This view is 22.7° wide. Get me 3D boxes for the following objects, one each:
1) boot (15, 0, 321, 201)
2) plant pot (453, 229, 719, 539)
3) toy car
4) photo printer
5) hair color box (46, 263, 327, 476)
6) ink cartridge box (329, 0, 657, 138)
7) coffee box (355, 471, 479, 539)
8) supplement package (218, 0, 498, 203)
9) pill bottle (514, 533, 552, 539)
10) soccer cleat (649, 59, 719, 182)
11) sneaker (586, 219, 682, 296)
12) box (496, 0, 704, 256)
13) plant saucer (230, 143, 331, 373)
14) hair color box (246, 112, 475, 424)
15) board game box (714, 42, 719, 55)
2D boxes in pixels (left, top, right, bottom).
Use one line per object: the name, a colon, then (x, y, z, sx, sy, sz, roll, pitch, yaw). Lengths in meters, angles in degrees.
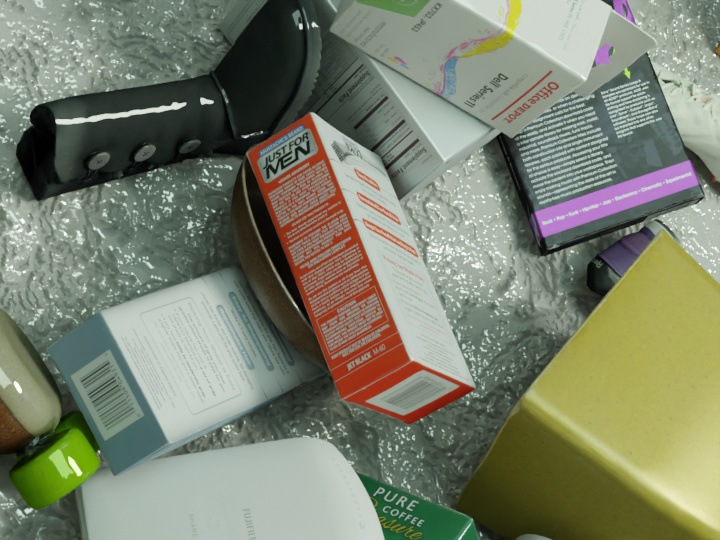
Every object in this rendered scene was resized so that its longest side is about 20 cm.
boot: (-0.139, -0.127, 1.291, 0.199, 0.165, 0.066, -10, 55, -27)
plant pot: (0.220, 0.133, 1.312, 0.200, 0.196, 0.194, 38, 59, 11)
toy car: (-0.296, 0.110, 1.167, 0.200, 0.158, 0.165, -34, 97, -5)
photo printer: (-0.083, 0.194, 1.194, 0.199, 0.070, 0.167, -7, 45, -10)
hair color box: (-0.114, 0.061, 1.241, 0.200, 0.061, 0.099, -21, 81, -57)
ink cartridge box: (0.093, -0.165, 1.257, 0.199, 0.117, 0.068, 28, 65, -12)
coffee box: (-0.017, 0.236, 1.241, 0.200, 0.123, 0.044, -50, 138, -31)
supplement package: (0.025, -0.171, 1.383, 0.152, 0.151, 0.200, -36, 89, -30)
pill bottle: (0.108, 0.299, 1.268, 0.114, 0.114, 0.200, 38, 71, -8)
soccer cleat: (0.290, -0.131, 1.535, 0.200, 0.078, 0.069, 35, 61, -10)
sneaker: (0.253, 0.066, 1.465, 0.087, 0.076, 0.201, -29, 90, -5)
box: (0.182, -0.128, 1.484, 0.142, 0.036, 0.201, -18, 81, -8)
plant saucer: (-0.038, 0.002, 1.310, 0.201, 0.037, 0.201, 49, 21, -26)
hair color box: (0.000, 0.000, 1.257, 0.111, 0.064, 0.201, 27, 38, -59)
board game box: (0.481, -0.235, 1.590, 0.200, 0.200, 0.200, 40, 60, -7)
